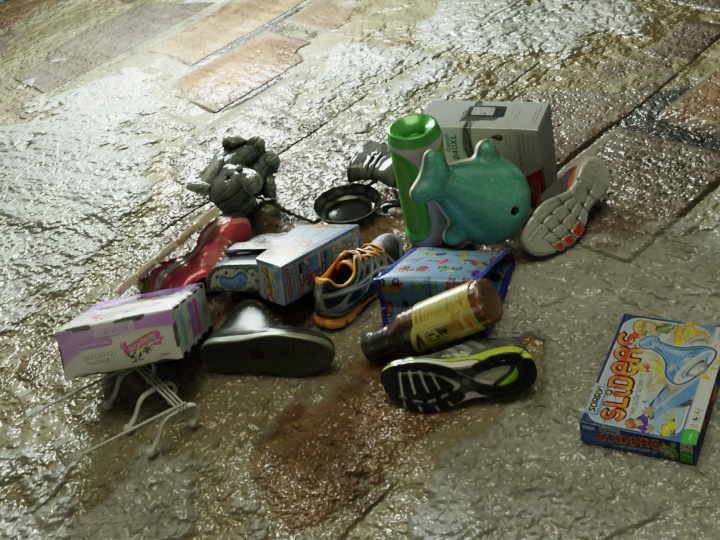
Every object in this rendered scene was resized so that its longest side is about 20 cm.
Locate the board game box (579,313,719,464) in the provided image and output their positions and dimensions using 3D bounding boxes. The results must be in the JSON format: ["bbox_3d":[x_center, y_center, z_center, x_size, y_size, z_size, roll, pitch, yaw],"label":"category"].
[{"bbox_3d":[0.356,0.136,1.244,0.134,0.035,0.200,7,41,27],"label":"board game box"}]

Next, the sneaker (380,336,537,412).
[{"bbox_3d":[0.124,0.127,1.323,0.198,0.075,0.081,-6,20,9],"label":"sneaker"}]

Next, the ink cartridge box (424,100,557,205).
[{"bbox_3d":[0.200,-0.186,1.637,0.198,0.146,0.084,5,42,25],"label":"ink cartridge box"}]

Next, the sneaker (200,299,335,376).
[{"bbox_3d":[-0.119,0.084,1.446,0.198,0.075,0.107,0,37,21],"label":"sneaker"}]

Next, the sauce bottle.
[{"bbox_3d":[0.089,0.071,1.355,0.199,0.066,0.066,-26,26,34],"label":"sauce bottle"}]

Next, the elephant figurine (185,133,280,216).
[{"bbox_3d":[-0.218,-0.140,1.726,0.140,0.156,0.201,16,31,3],"label":"elephant figurine"}]

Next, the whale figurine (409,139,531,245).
[{"bbox_3d":[0.164,-0.107,1.481,0.199,0.161,0.103,18,8,-40],"label":"whale figurine"}]

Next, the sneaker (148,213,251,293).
[{"bbox_3d":[-0.233,-0.006,1.628,0.086,0.074,0.200,31,61,33],"label":"sneaker"}]

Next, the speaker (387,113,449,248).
[{"bbox_3d":[0.094,-0.127,1.548,0.087,0.202,0.089,-9,35,7],"label":"speaker"}]

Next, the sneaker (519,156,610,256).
[{"bbox_3d":[0.297,-0.089,1.559,0.200,0.077,0.082,-43,13,-26],"label":"sneaker"}]

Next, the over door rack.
[{"bbox_3d":[-0.332,0.193,1.368,0.198,0.067,0.147,-14,29,-35],"label":"over door rack"}]

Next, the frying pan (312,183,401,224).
[{"bbox_3d":[0.015,-0.113,1.703,0.188,0.031,0.115,-10,36,-1],"label":"frying pan"}]

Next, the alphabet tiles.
[{"bbox_3d":[-0.301,-0.030,1.620,0.200,0.015,0.196,-41,8,-9],"label":"alphabet tiles"}]

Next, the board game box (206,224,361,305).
[{"bbox_3d":[-0.123,-0.011,1.539,0.198,0.062,0.200,0,19,20],"label":"board game box"}]

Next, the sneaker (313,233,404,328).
[{"bbox_3d":[0.000,0.000,1.518,0.078,0.078,0.200,11,41,33],"label":"sneaker"}]

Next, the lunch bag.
[{"bbox_3d":[0.126,0.008,1.465,0.149,0.095,0.200,1,27,23],"label":"lunch bag"}]

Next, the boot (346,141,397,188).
[{"bbox_3d":[0.073,-0.202,1.757,0.131,0.070,0.200,15,34,34],"label":"boot"}]

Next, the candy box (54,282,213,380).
[{"bbox_3d":[-0.311,0.081,1.453,0.166,0.072,0.200,-11,9,5],"label":"candy box"}]
